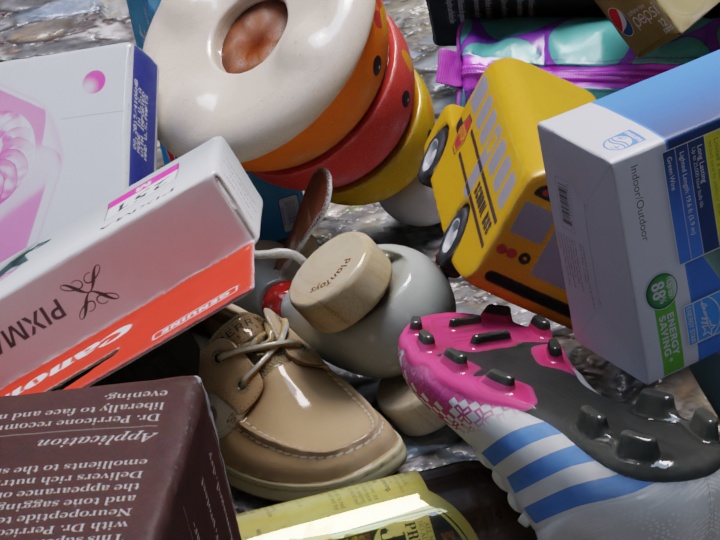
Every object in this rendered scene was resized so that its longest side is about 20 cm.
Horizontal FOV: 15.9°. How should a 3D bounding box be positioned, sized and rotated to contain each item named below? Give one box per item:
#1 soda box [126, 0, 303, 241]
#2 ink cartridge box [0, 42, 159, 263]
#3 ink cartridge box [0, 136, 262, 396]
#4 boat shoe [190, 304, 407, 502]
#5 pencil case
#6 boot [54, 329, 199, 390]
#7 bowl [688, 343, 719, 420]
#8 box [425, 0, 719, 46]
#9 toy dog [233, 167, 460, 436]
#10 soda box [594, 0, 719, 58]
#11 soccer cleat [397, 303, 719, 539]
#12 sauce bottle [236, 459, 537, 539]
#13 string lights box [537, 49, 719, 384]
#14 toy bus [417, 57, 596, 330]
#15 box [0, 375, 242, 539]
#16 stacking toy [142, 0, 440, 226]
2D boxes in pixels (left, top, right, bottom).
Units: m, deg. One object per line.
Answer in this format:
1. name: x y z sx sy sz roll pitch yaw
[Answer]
1. soda box: -0.084 -0.112 1.423 0.064 0.200 0.068 -17 25 -13
2. ink cartridge box: -0.199 -0.006 1.295 0.200 0.043 0.197 -8 70 19
3. ink cartridge box: -0.139 0.020 1.150 0.200 0.044 0.174 -30 11 5
4. boat shoe: -0.056 0.055 1.241 0.071 0.065 0.200 -29 31 -31
5. pencil case: 0.151 -0.106 1.444 0.200 0.085 0.092 0 -5 23
6. boot: -0.175 0.087 1.182 0.138 0.078 0.200 6 45 36
7. bowl: 0.231 0.035 1.120 0.200 0.105 0.201 -9 26 5
8. box: 0.138 -0.196 1.503 0.200 0.107 0.148 1 -7 4
9. toy dog: 0.000 0.000 1.280 0.096 0.132 0.200 -43 45 -11
10. soda box: 0.210 -0.203 1.387 0.200 0.068 0.064 -40 4 -17
11. soccer cleat: 0.075 0.077 1.047 0.070 0.086 0.200 -10 22 -28
12. sauce bottle: 0.023 0.116 1.091 0.200 0.065 0.065 -15 27 -8
13. string lights box: 0.177 -0.043 1.064 0.200 0.103 0.059 -23 28 -20
14. toy bus: 0.077 -0.039 1.177 0.065 0.078 0.200 23 19 -12
15. box: -0.133 0.163 0.952 0.166 0.164 0.200 -6 28 10
16. stacking toy: -0.008 -0.085 1.371 0.146 0.200 0.146 -19 55 29
